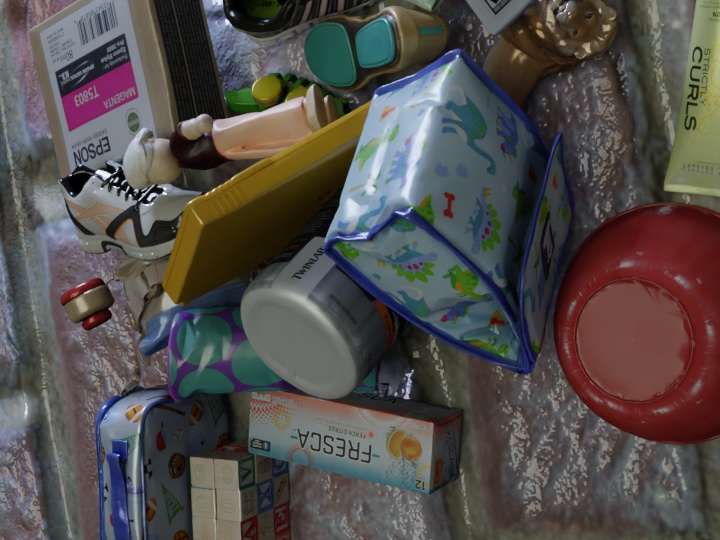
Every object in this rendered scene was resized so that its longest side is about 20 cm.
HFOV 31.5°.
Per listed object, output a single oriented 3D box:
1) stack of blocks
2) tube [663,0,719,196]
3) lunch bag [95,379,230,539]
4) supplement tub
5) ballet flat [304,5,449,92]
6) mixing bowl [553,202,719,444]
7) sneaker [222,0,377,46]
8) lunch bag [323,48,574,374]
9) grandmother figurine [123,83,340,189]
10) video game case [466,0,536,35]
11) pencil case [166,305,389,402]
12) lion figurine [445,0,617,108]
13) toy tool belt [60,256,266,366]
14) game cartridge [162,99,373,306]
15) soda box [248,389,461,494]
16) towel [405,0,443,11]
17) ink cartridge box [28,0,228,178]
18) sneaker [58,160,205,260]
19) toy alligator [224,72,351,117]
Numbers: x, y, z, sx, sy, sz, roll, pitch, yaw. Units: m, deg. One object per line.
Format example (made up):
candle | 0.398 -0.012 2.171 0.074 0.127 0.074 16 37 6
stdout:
stack of blocks | -0.121 0.275 1.228 0.058 0.115 0.203 1 95 29
tube | 0.285 -0.158 0.996 0.058 0.051 0.203 -146 57 -66
lunch bag | -0.194 0.206 1.237 0.075 0.160 0.203 0 95 29
supplement tub | 0.000 0.000 1.073 0.121 0.200 0.123 25 142 21
ballet flat | 0.014 -0.194 1.120 0.199 0.062 0.070 16 116 64
mixing bowl | 0.231 0.050 1.011 0.198 0.108 0.203 4 98 29
sneaker | -0.045 -0.264 1.147 0.198 0.087 0.075 -23 83 27
lunch bag | 0.090 -0.039 1.001 0.127 0.200 0.172 -17 43 43
grandmother figurine | -0.121 -0.112 1.117 0.197 0.121 0.061 -13 70 18
video game case | 0.119 -0.316 0.981 0.200 0.022 0.183 -41 83 35
pencil case | -0.074 0.074 1.151 0.197 0.086 0.093 -2 134 -2
lion figurine | 0.126 -0.170 1.081 0.122 0.072 0.201 40 127 12
toy tool belt | -0.176 0.037 1.221 0.198 0.125 0.124 -26 88 1
game cartridge | -0.075 -0.054 1.086 0.033 0.199 0.177 54 153 12
soda box | -0.006 0.149 1.180 0.198 0.063 0.069 9 100 30
towel | 0.021 -0.315 1.103 0.199 0.023 0.153 29 74 23
ink cartridge box | -0.229 -0.187 1.247 0.199 0.075 0.167 -16 85 43
sneaker | -0.215 -0.060 1.191 0.198 0.074 0.081 1 123 41
toy alligator | -0.036 -0.145 1.178 0.198 0.060 0.055 22 65 26
